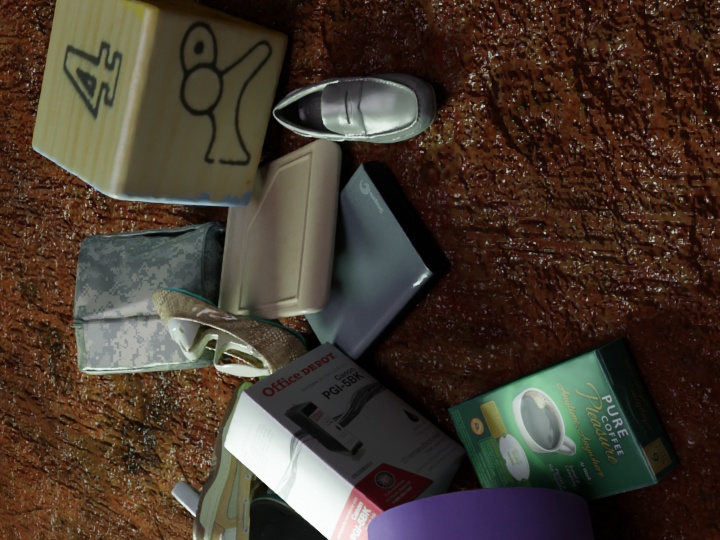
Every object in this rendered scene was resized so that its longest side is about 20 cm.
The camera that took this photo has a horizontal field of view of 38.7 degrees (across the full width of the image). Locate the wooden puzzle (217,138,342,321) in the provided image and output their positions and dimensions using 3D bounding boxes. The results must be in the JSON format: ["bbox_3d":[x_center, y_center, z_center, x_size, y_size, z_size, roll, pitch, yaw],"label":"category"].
[{"bbox_3d":[-0.087,-0.036,1.135,0.199,0.037,0.187,-10,71,52],"label":"wooden puzzle"}]

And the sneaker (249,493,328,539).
[{"bbox_3d":[-0.052,0.328,1.210,0.199,0.084,0.121,36,178,-2],"label":"sneaker"}]

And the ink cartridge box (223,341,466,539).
[{"bbox_3d":[-0.016,0.180,1.046,0.199,0.146,0.083,36,126,21],"label":"ink cartridge box"}]

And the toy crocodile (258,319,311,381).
[{"bbox_3d":[-0.078,0.146,1.176,0.062,0.067,0.202,-2,-104,-86],"label":"toy crocodile"}]

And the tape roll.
[{"bbox_3d":[0.106,0.258,0.893,0.200,0.199,0.086,-37,48,47],"label":"tape roll"}]

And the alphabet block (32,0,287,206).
[{"bbox_3d":[-0.224,-0.198,1.138,0.196,0.194,0.202,27,108,39],"label":"alphabet block"}]

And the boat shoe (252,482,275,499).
[{"bbox_3d":[-0.110,0.199,1.240,0.071,0.069,0.202,23,116,42],"label":"boat shoe"}]

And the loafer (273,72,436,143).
[{"bbox_3d":[-0.008,-0.158,1.022,0.199,0.069,0.071,2,102,48],"label":"loafer"}]

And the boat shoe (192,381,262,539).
[{"bbox_3d":[-0.128,0.221,1.153,0.072,0.075,0.201,93,-173,-58],"label":"boat shoe"}]

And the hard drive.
[{"bbox_3d":[0.000,0.000,1.088,0.140,0.033,0.200,58,136,19],"label":"hard drive"}]

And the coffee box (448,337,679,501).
[{"bbox_3d":[0.176,0.148,0.922,0.200,0.044,0.124,-34,78,48],"label":"coffee box"}]

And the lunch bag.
[{"bbox_3d":[-0.246,0.031,1.258,0.198,0.139,0.169,-4,96,15],"label":"lunch bag"}]

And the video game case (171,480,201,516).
[{"bbox_3d":[-0.124,0.339,1.222,0.200,0.023,0.182,37,169,24],"label":"video game case"}]

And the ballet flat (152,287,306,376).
[{"bbox_3d":[-0.157,0.073,1.121,0.199,0.066,0.071,15,147,23],"label":"ballet flat"}]
